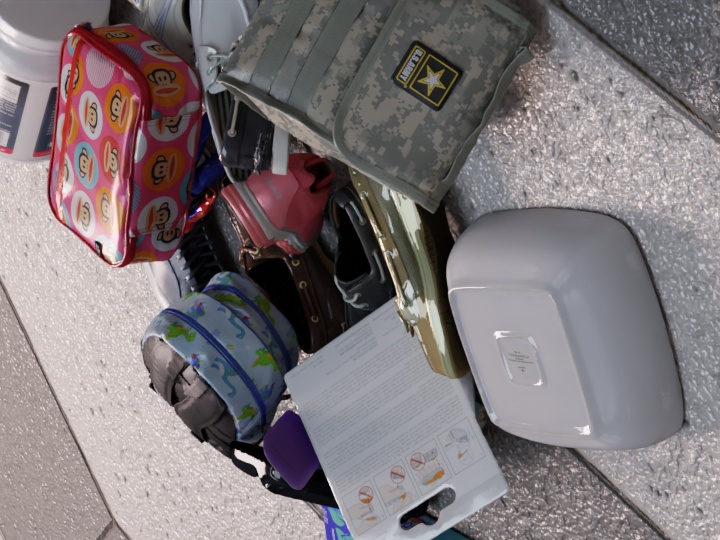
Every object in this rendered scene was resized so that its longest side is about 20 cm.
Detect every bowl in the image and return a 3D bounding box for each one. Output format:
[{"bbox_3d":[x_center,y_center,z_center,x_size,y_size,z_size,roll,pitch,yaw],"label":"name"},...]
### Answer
[{"bbox_3d":[0.152,0.057,1.530,0.199,0.074,0.202,2,116,51],"label":"bowl"}]

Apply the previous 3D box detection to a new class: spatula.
[{"bbox_3d":[-0.040,0.131,1.749,0.021,0.200,0.057,-39,97,27],"label":"spatula"}]

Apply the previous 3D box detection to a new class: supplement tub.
[{"bbox_3d":[-0.328,-0.215,1.911,0.141,0.140,0.200,50,145,15],"label":"supplement tub"}]

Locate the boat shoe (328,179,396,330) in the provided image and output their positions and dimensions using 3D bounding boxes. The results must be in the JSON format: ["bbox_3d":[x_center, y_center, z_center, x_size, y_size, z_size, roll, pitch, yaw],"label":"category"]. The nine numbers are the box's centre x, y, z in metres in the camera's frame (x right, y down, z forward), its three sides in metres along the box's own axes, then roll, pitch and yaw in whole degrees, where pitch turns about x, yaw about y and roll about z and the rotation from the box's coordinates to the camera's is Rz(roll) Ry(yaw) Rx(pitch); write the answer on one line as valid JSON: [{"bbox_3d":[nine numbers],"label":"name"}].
[{"bbox_3d":[0.000,0.000,1.699,0.072,0.067,0.201,33,139,33],"label":"boat shoe"}]

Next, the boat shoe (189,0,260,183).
[{"bbox_3d":[-0.107,-0.172,1.682,0.073,0.067,0.202,-11,104,9],"label":"boat shoe"}]

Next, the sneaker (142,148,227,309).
[{"bbox_3d":[-0.168,-0.035,1.888,0.203,0.077,0.146,54,148,11],"label":"sneaker"}]

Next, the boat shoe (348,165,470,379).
[{"bbox_3d":[0.044,-0.005,1.604,0.063,0.073,0.203,-15,95,29],"label":"boat shoe"}]

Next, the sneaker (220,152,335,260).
[{"bbox_3d":[-0.051,-0.062,1.670,0.074,0.086,0.200,57,-170,5],"label":"sneaker"}]

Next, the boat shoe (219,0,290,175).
[{"bbox_3d":[-0.087,-0.164,1.606,0.074,0.060,0.202,99,173,-57],"label":"boat shoe"}]

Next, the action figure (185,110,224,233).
[{"bbox_3d":[-0.157,-0.091,1.787,0.065,0.052,0.200,33,124,-7],"label":"action figure"}]

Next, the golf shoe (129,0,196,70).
[{"bbox_3d":[-0.167,-0.207,1.765,0.097,0.078,0.201,30,137,29],"label":"golf shoe"}]

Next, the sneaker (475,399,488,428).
[{"bbox_3d":[0.033,0.162,1.730,0.077,0.087,0.199,27,156,-23],"label":"sneaker"}]

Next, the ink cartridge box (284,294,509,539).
[{"bbox_3d":[0.037,0.138,1.662,0.160,0.047,0.201,-35,69,25],"label":"ink cartridge box"}]

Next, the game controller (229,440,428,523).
[{"bbox_3d":[-0.030,0.194,1.790,0.104,0.199,0.042,30,98,50],"label":"game controller"}]

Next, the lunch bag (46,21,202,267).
[{"bbox_3d":[-0.223,-0.121,1.742,0.176,0.081,0.202,38,127,43],"label":"lunch bag"}]

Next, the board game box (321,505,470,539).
[{"bbox_3d":[0.048,0.304,1.877,0.199,0.045,0.154,23,131,42],"label":"board game box"}]

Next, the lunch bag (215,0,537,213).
[{"bbox_3d":[0.018,-0.158,1.456,0.199,0.165,0.117,30,178,26],"label":"lunch bag"}]

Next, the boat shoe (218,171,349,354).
[{"bbox_3d":[-0.076,-0.014,1.788,0.201,0.070,0.071,54,147,13],"label":"boat shoe"}]

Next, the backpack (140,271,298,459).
[{"bbox_3d":[-0.133,0.084,1.787,0.163,0.153,0.200,50,180,8],"label":"backpack"}]
